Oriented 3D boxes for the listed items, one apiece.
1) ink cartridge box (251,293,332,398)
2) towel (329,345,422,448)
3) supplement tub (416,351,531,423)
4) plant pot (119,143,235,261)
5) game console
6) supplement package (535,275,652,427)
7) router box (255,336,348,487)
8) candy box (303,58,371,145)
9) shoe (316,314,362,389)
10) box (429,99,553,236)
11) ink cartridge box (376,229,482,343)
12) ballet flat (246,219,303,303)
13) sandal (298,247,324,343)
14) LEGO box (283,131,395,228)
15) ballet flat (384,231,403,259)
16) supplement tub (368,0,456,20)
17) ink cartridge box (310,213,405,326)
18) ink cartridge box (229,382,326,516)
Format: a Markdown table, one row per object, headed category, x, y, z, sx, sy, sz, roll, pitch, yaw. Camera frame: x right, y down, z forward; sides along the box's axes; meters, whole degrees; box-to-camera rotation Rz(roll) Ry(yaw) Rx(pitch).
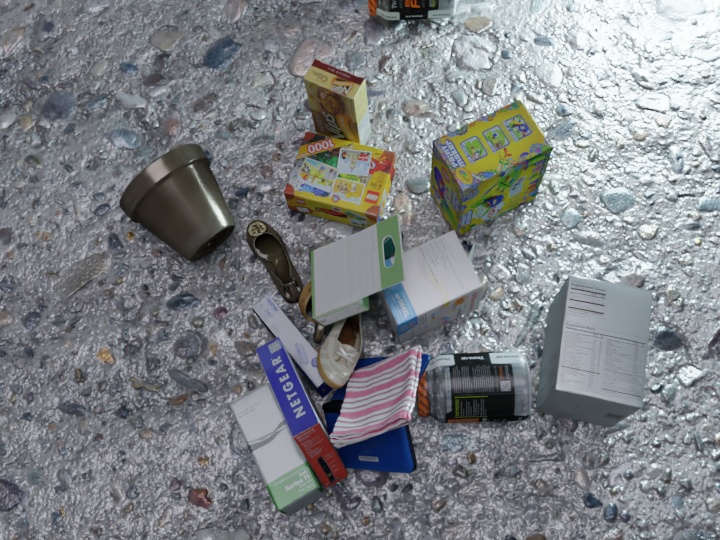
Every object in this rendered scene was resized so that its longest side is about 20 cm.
| category | x | y | z | sx | sy | sz | roll | pitch | yaw |
| --- | --- | --- | --- | --- | --- | --- | --- | --- | --- |
| ink cartridge box | -0.122 | 0.142 | 1.339 | 0.044 | 0.094 | 0.200 | -39 | 72 | -11 |
| towel | 0.029 | 0.204 | 1.185 | 0.145 | 0.030 | 0.201 | -24 | 22 | 23 |
| supplement tub | 0.199 | 0.209 | 1.275 | 0.196 | 0.123 | 0.125 | -2 | 69 | 3 |
| plant pot | -0.346 | -0.122 | 1.422 | 0.199 | 0.200 | 0.174 | -40 | 88 | -11 |
| game console | 0.039 | 0.251 | 1.263 | 0.117 | 0.198 | 0.174 | -15 | 93 | -44 |
| supplement package | 0.404 | 0.146 | 1.247 | 0.144 | 0.192 | 0.203 | 11 | 71 | 7 |
| router box | -0.100 | 0.243 | 1.221 | 0.048 | 0.181 | 0.201 | -27 | 47 | -6 |
| candy box | -0.044 | -0.333 | 1.457 | 0.114 | 0.200 | 0.056 | 26 | 74 | 13 |
| shoe | -0.033 | 0.135 | 1.297 | 0.069 | 0.054 | 0.201 | 31 | 30 | -10 |
| box | 0.246 | -0.192 | 1.383 | 0.190 | 0.201 | 0.123 | -26 | 69 | -7 |
| ink cartridge box | 0.136 | 0.028 | 1.345 | 0.197 | 0.129 | 0.127 | -23 | 69 | -4 |
| ballet flat | -0.173 | -0.024 | 1.432 | 0.067 | 0.046 | 0.202 | -27 | 70 | -7 |
| sandal | -0.096 | 0.049 | 1.380 | 0.053 | 0.081 | 0.203 | -1 | 62 | -10 |
| LEGO box | -0.039 | -0.183 | 1.466 | 0.197 | 0.077 | 0.151 | 14 | 70 | 9 |
| ballet flat | 0.003 | -0.016 | 1.417 | 0.200 | 0.069 | 0.063 | -42 | 44 | -14 |
| supplement tub | 0.116 | -0.629 | 1.601 | 0.196 | 0.123 | 0.125 | -2 | 69 | 4 |
| ink cartridge box | 0.000 | 0.000 | 1.287 | 0.198 | 0.048 | 0.148 | -21 | 54 | 24 |
| ink cartridge box | -0.143 | 0.314 | 1.248 | 0.082 | 0.147 | 0.202 | -27 | 70 | -8 |
